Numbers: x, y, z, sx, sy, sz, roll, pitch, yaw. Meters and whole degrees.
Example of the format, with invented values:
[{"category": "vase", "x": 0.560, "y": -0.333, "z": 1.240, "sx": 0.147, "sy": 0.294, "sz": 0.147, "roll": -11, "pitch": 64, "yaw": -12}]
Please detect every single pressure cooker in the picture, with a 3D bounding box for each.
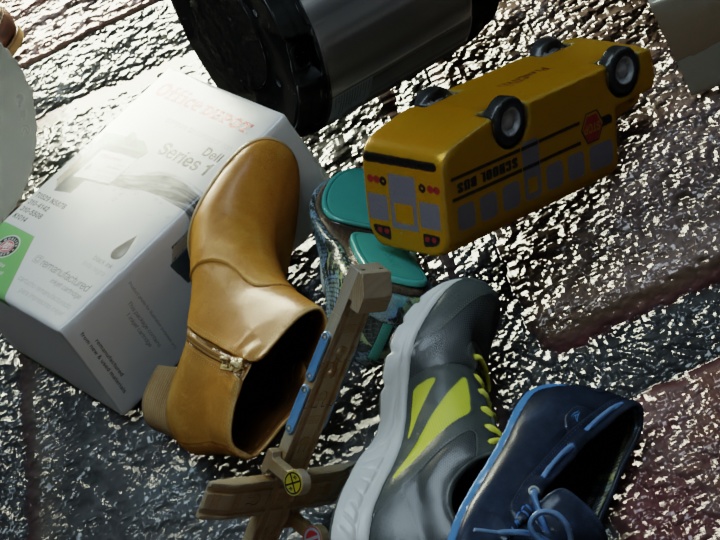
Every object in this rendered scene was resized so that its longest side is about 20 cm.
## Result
[{"category": "pressure cooker", "x": -0.006, "y": -0.197, "z": 1.794, "sx": 0.200, "sy": 0.179, "sz": 0.176, "roll": -31, "pitch": 24, "yaw": -19}]

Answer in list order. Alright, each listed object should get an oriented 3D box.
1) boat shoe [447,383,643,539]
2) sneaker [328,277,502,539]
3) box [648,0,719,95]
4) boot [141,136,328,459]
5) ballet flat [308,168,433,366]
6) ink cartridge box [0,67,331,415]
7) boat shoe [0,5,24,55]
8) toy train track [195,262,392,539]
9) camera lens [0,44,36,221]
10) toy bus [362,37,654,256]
[{"category": "boat shoe", "x": 0.094, "y": 0.129, "z": 1.458, "sx": 0.068, "sy": 0.084, "sz": 0.200, "roll": -3, "pitch": 48, "yaw": 29}, {"category": "sneaker", "x": 0.053, "y": 0.094, "z": 1.544, "sx": 0.084, "sy": 0.075, "sz": 0.200, "roll": 3, "pitch": 57, "yaw": 28}, {"category": "box", "x": 0.274, "y": -0.191, "z": 1.693, "sx": 0.200, "sy": 0.078, "sz": 0.095, "roll": -21, "pitch": 37, "yaw": 14}, {"category": "boot", "x": -0.054, "y": 0.016, "z": 1.647, "sx": 0.144, "sy": 0.071, "sz": 0.202, "roll": 2, "pitch": 68, "yaw": 60}, {"category": "ballet flat", "x": 0.000, "y": 0.000, "z": 1.670, "sx": 0.074, "sy": 0.074, "sz": 0.200, "roll": -26, "pitch": 19, "yaw": 7}, {"category": "ink cartridge box", "x": -0.133, "y": -0.023, "z": 1.772, "sx": 0.200, "sy": 0.084, "sz": 0.146, "roll": -45, "pitch": 37, "yaw": -16}, {"category": "boat shoe", "x": -0.345, "y": -0.180, "z": 2.107, "sx": 0.200, "sy": 0.070, "sz": 0.070, "roll": -2, "pitch": 45, "yaw": 31}, {"category": "toy train track", "x": -0.022, "y": 0.090, "z": 1.526, "sx": 0.033, "sy": 0.115, "sz": 0.200, "roll": 36, "pitch": 115, "yaw": 34}, {"category": "camera lens", "x": -0.341, "y": -0.097, "z": 1.924, "sx": 0.200, "sy": 0.160, "sz": 0.160, "roll": 7, "pitch": 51, "yaw": 39}, {"category": "toy bus", "x": 0.091, "y": -0.078, "z": 1.655, "sx": 0.065, "sy": 0.079, "sz": 0.200, "roll": 11, "pitch": 26, "yaw": 42}]
